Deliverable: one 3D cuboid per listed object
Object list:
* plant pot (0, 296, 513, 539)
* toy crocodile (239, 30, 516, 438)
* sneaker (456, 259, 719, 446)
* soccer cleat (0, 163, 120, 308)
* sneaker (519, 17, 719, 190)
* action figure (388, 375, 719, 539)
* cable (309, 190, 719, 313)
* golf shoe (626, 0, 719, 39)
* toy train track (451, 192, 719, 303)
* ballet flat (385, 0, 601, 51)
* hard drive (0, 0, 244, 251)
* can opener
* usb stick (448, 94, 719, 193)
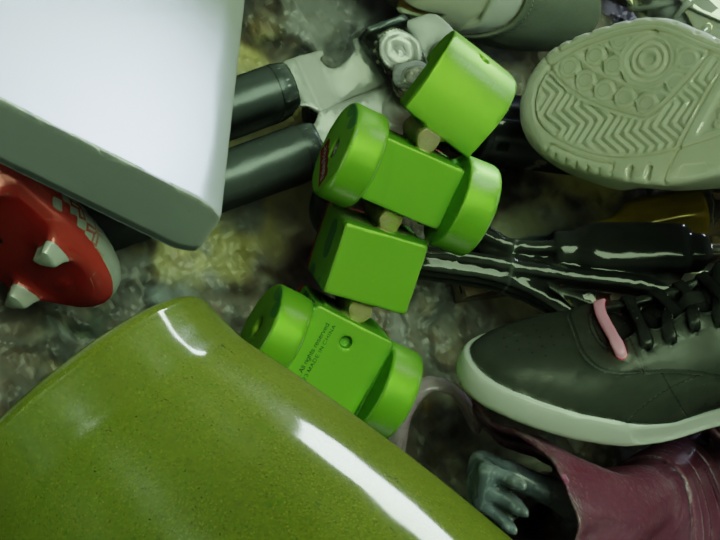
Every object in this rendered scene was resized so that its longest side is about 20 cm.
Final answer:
[{"bbox_3d":[-0.044,0.119,0.778,0.200,0.200,0.193,-35,79,-32],"label":"plant pot"},{"bbox_3d":[0.000,0.000,0.874,0.067,0.062,0.200,22,97,-16],"label":"toy crocodile"},{"bbox_3d":[0.138,0.010,0.860,0.199,0.099,0.071,0,37,-11],"label":"sneaker"},{"bbox_3d":[-0.159,-0.067,0.836,0.200,0.069,0.085,39,53,0],"label":"soccer cleat"},{"bbox_3d":[0.173,-0.056,0.917,0.111,0.199,0.077,37,52,-60],"label":"sneaker"},{"bbox_3d":[0.120,0.104,0.928,0.149,0.134,0.200,32,35,34],"label":"action figure"},{"bbox_3d":[0.076,0.005,0.937,0.199,0.050,0.097,3,70,-7],"label":"cable"},{"bbox_3d":[0.161,-0.118,1.019,0.200,0.075,0.092,32,61,-13],"label":"golf shoe"},{"bbox_3d":[0.132,-0.010,0.991,0.199,0.033,0.115,-6,76,-28],"label":"toy train track"},{"bbox_3d":[0.011,-0.139,0.950,0.200,0.067,0.064,30,35,-10],"label":"ballet flat"},{"bbox_3d":[-0.108,-0.102,0.849,0.132,0.027,0.200,26,34,-18],"label":"hard drive"},{"bbox_3d":[-0.039,-0.052,0.906,0.200,0.066,0.053,-21,79,-23],"label":"can opener"},{"bbox_3d":[0.139,-0.052,0.973,0.199,0.055,0.033,7,91,-10],"label":"usb stick"}]
